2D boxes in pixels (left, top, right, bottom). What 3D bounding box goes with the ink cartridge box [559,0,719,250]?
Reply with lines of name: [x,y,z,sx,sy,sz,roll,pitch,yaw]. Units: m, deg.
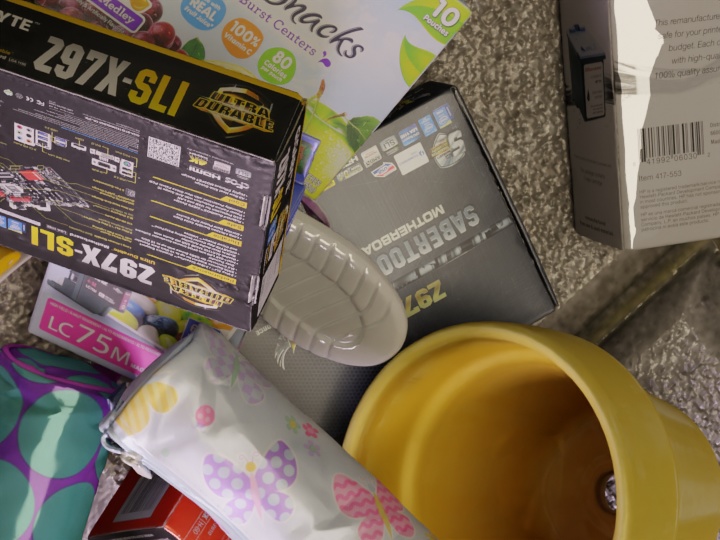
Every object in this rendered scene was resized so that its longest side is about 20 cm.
ink cartridge box: [0.207,-0.123,1.416,0.146,0.086,0.200,-8,100,-17]

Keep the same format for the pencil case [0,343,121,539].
pencil case: [-0.196,0.147,1.328,0.092,0.085,0.200,13,95,-58]

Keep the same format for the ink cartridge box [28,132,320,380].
ink cartridge box: [-0.107,-0.016,1.276,0.119,0.042,0.200,25,130,0]

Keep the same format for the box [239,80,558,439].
box: [0.000,0.000,1.385,0.200,0.051,0.158,-28,106,-11]

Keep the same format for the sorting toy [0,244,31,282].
sorting toy: [-0.298,-0.018,1.274,0.180,0.107,0.200,44,84,0]

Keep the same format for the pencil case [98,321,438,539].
pencil case: [-0.049,0.120,1.265,0.200,0.083,0.091,42,42,-5]

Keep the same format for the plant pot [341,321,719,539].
plant pot: [0.117,0.135,1.364,0.189,0.201,0.201,7,98,-55]

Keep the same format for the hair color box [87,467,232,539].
hair color box: [-0.055,0.193,1.368,0.200,0.101,0.061,42,61,-19]

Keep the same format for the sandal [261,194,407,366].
sandal: [-0.050,-0.022,1.312,0.203,0.082,0.050,38,43,-15]

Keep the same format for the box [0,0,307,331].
box: [-0.134,-0.058,1.170,0.200,0.160,0.049,19,58,5]

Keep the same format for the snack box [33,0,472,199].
snack box: [-0.060,-0.152,1.250,0.200,0.053,0.142,34,102,-26]
